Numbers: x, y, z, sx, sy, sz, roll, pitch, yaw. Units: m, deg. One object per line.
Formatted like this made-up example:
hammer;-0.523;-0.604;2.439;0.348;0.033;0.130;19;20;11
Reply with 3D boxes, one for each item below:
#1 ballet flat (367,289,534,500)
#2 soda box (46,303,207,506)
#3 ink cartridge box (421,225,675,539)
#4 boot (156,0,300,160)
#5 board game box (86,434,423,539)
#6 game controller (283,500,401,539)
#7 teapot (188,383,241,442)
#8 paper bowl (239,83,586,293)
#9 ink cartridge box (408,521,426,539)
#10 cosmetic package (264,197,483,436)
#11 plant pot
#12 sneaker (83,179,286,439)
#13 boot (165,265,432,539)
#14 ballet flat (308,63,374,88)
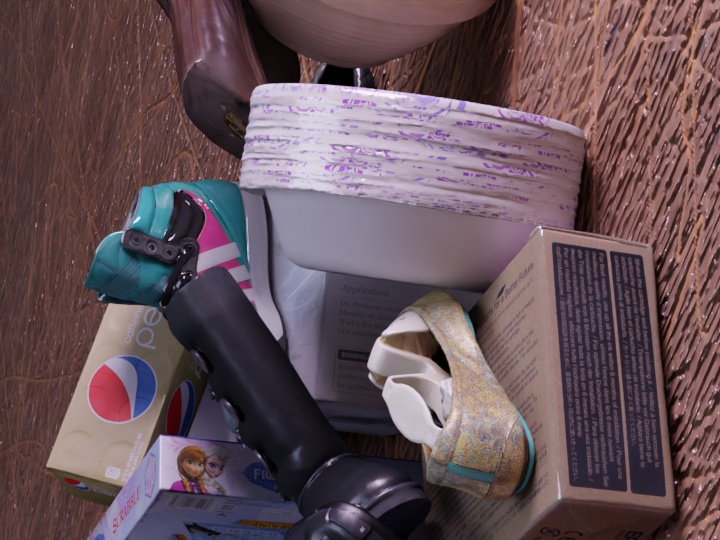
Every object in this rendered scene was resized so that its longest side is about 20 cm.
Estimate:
ballet flat;0.039;0.062;1.484;0.200;0.070;0.071;-119;39;-61
soda box;-0.142;0.062;1.831;0.064;0.067;0.201;61;-135;-62
ink cartridge box;0.100;0.094;1.509;0.200;0.075;0.165;126;147;-58
boot;-0.075;-0.120;1.728;0.064;0.186;0.200;-36;41;9
board game box;-0.065;0.173;1.781;0.200;0.199;0.041;129;144;-56
game controller;0.041;0.206;1.498;0.042;0.200;0.104;-49;5;-22
teapot;-0.076;0.074;1.941;0.146;0.197;0.201;24;137;34
paper bowl;0.028;-0.045;1.574;0.201;0.200;0.105;-173;91;-72
ink cartridge box;-0.036;0.258;1.708;0.200;0.043;0.174;-36;32;48
cosmetic package;0.000;0.000;1.772;0.199;0.122;0.201;162;115;-70
plant pot;-0.010;-0.196;1.739;0.201;0.200;0.093;-107;33;-51
sneaker;-0.116;0.019;1.729;0.084;0.120;0.201;116;153;-45
boot;-0.041;0.081;1.591;0.200;0.065;0.165;60;163;13
ballet flat;-0.043;-0.085;1.927;0.057;0.066;0.200;75;-152;-46
